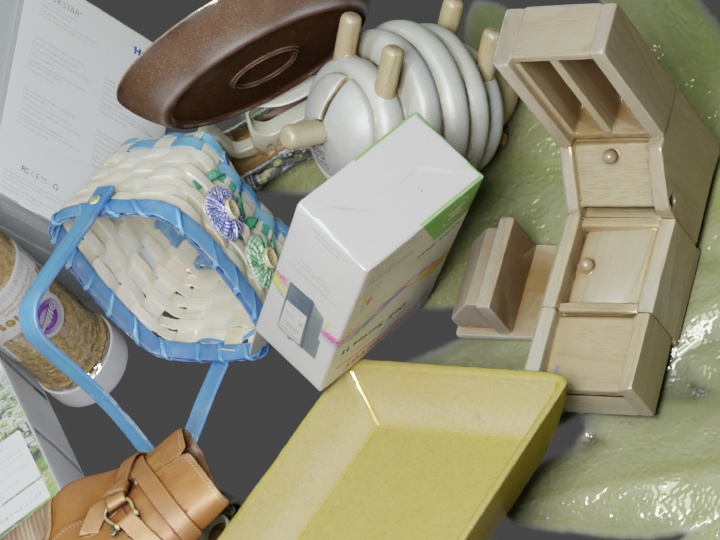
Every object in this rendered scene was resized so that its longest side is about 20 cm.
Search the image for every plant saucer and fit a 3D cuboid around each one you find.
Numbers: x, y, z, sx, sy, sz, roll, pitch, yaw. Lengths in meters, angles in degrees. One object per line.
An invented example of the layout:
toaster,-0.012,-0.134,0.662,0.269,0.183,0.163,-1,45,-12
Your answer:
plant saucer,0.021,0.148,1.550,0.200,0.049,0.200,2,45,45
plant saucer,-0.072,-0.151,1.681,0.200,0.200,0.035,-30,80,11

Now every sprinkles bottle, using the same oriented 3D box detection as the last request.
sprinkles bottle,-0.243,0.024,1.729,0.068,0.200,0.068,-16,54,23

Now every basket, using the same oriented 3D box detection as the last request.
basket,-0.142,0.011,1.694,0.139,0.176,0.200,0,52,41

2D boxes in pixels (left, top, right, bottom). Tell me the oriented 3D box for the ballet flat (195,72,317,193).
ballet flat,-0.081,-0.095,1.796,0.200,0.072,0.072,-30,49,12

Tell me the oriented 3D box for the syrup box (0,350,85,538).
syrup box,-0.256,0.131,1.747,0.079,0.081,0.200,-36,48,4

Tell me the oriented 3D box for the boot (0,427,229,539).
boot,-0.145,0.196,1.566,0.155,0.077,0.200,-32,33,1

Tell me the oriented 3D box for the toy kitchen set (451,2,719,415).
toy kitchen set,0.106,-0.036,1.568,0.163,0.180,0.201,0,61,33

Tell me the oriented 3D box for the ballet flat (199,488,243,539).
ballet flat,-0.119,0.229,1.612,0.068,0.068,0.201,1,61,20

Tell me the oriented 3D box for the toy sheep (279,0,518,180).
toy sheep,0.027,-0.111,1.681,0.138,0.199,0.138,21,116,54

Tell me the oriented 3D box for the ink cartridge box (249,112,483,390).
ink cartridge box,0.000,0.000,1.616,0.067,0.200,0.117,43,60,13

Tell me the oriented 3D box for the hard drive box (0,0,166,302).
hard drive box,-0.227,-0.102,1.825,0.077,0.156,0.201,-23,48,39
